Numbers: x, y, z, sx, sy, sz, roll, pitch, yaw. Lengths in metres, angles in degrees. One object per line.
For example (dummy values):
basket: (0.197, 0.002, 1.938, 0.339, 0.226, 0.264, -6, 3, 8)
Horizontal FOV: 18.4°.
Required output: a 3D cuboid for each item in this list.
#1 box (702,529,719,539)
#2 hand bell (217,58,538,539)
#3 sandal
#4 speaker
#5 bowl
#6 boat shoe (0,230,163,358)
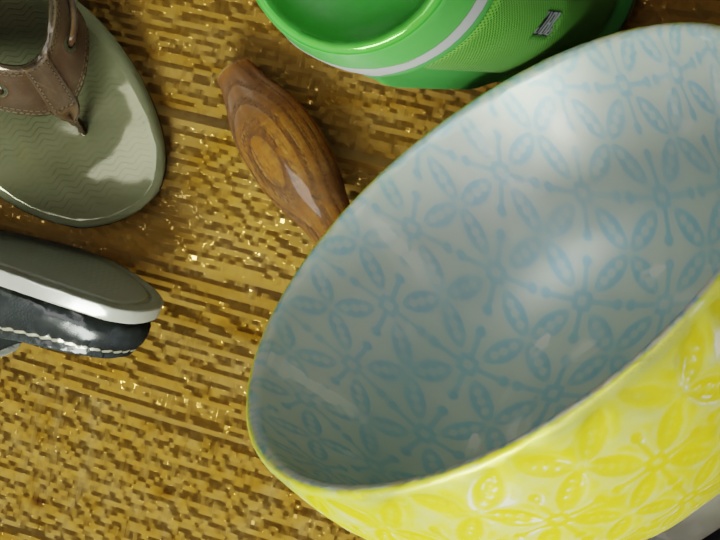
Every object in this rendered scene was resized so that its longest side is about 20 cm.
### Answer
box: (0.174, 0.162, 0.791, 0.161, 0.049, 0.200, -14, 87, 21)
hand bell: (0.000, 0.000, 0.845, 0.104, 0.104, 0.200, -41, 66, 20)
sandal: (-0.145, -0.098, 0.858, 0.080, 0.057, 0.201, -31, 113, -2)
speaker: (0.034, -0.106, 0.746, 0.088, 0.200, 0.089, 2, 95, 22)
bowl: (0.074, 0.027, 0.703, 0.200, 0.200, 0.108, -30, 119, 21)
boat shoe: (-0.168, 0.010, 0.911, 0.200, 0.076, 0.060, 18, 100, 32)
